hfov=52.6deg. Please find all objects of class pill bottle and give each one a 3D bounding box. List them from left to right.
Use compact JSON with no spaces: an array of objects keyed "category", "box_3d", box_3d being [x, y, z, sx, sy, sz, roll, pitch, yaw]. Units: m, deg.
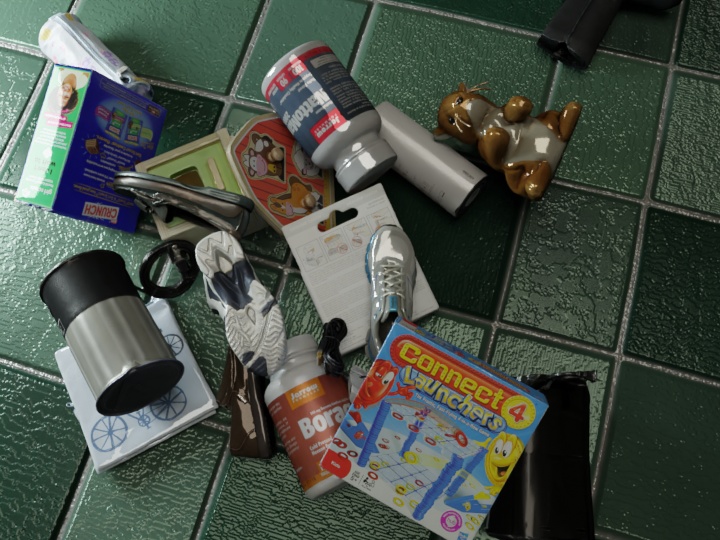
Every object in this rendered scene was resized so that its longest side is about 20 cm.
[{"category":"pill bottle","box_3d":[-0.060,0.192,0.977,0.112,0.112,0.200,-26,73,-6]},{"category":"pill bottle","box_3d":[-0.040,-0.216,1.050,0.120,0.120,0.200,-36,85,-9]}]

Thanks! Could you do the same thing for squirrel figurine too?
[{"category":"squirrel figurine","box_3d":[0.203,-0.193,1.062,0.187,0.200,0.142,25,94,13]}]

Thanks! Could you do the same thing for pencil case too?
[{"category":"pencil case","box_3d":[-0.426,-0.325,1.168,0.200,0.091,0.083,43,78,15]}]

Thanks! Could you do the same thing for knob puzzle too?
[{"category":"knob puzzle","box_3d":[-0.106,-0.146,1.059,0.030,0.220,0.220,-19,66,40]}]

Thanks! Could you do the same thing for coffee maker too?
[{"category":"coffee maker","box_3d":[0.223,0.237,0.911,0.135,0.192,0.200,1,71,6]}]

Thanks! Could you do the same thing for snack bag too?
[{"category":"snack bag","box_3d":[-0.327,0.159,1.045,0.188,0.021,0.200,-28,71,-8]}]

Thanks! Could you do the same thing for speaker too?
[{"category":"speaker","box_3d":[0.092,-0.170,1.106,0.200,0.081,0.081,39,77,14]}]

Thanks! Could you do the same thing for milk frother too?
[{"category":"milk frother","box_3d":[-0.283,0.065,0.972,0.200,0.181,0.188,-35,68,-4]}]

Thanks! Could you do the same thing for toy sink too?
[{"category":"toy sink","box_3d":[-0.210,-0.122,1.084,0.200,0.112,0.130,-22,73,-5]}]

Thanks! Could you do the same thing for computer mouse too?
[{"category":"computer mouse","box_3d":[0.014,0.159,0.973,0.044,0.110,0.200,-33,106,15]}]

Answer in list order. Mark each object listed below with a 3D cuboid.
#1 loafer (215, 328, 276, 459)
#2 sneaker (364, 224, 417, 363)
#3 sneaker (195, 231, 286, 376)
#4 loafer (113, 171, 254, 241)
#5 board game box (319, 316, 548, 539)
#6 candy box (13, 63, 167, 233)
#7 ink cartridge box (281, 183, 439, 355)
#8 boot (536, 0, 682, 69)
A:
[{"category":"loafer","box_3d":[-0.169,0.165,1.009,0.071,0.073,0.200,-13,70,0]},{"category":"sneaker","box_3d":[0.045,0.035,0.984,0.075,0.087,0.200,0,86,-3]},{"category":"sneaker","box_3d":[-0.158,0.052,0.987,0.079,0.130,0.199,-32,82,-10]},{"category":"loafer","box_3d":[-0.246,-0.088,0.987,0.200,0.072,0.063,12,82,7]},{"category":"board game box","box_3d":[0.084,0.188,0.857,0.200,0.056,0.196,28,97,6]},{"category":"candy box","box_3d":[-0.381,-0.169,1.050,0.077,0.169,0.200,13,87,23]},{"category":"ink cartridge box","box_3d":[0.000,0.000,1.048,0.162,0.057,0.200,-25,85,-5]},{"category":"boot","box_3d":[0.405,-0.409,1.181,0.165,0.066,0.200,30,72,20]}]
